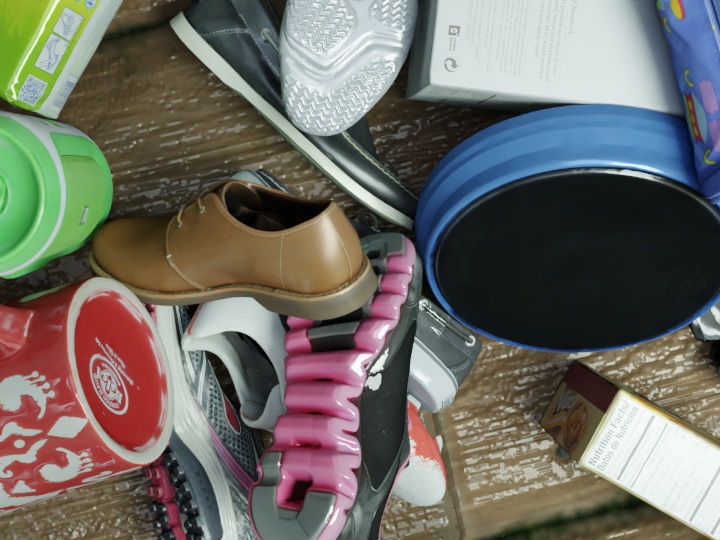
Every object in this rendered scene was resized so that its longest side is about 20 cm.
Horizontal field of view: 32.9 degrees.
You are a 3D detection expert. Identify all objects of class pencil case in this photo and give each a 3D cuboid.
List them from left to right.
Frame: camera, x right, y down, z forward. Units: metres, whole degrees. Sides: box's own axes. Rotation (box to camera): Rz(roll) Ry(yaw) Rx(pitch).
[{"bbox_3d":[0.187,-0.130,0.613,0.077,0.087,0.203,-16,95,19],"label":"pencil case"}]

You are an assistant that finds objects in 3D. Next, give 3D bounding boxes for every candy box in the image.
[{"bbox_3d":[0.220,0.134,0.773,0.198,0.115,0.056,29,92,-5],"label":"candy box"}]

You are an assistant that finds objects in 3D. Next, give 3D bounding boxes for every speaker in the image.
[{"bbox_3d":[-0.194,-0.045,0.693,0.087,0.200,0.090,0,95,-3],"label":"speaker"}]

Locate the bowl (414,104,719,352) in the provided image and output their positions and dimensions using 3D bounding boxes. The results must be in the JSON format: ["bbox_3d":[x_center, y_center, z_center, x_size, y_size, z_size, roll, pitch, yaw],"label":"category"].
[{"bbox_3d":[0.130,-0.015,0.725,0.197,0.202,0.040,7,54,-3],"label":"bowl"}]

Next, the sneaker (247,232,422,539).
[{"bbox_3d":[0.001,0.078,0.714,0.095,0.078,0.203,38,63,-45],"label":"sneaker"}]

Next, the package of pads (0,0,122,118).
[{"bbox_3d":[-0.223,-0.204,0.718,0.199,0.068,0.156,33,94,16],"label":"package of pads"}]

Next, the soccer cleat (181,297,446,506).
[{"bbox_3d":[-0.028,0.085,0.763,0.200,0.085,0.068,47,135,-5],"label":"soccer cleat"}]

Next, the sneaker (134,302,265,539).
[{"bbox_3d":[-0.108,0.092,0.780,0.074,0.080,0.203,-13,84,-38],"label":"sneaker"}]

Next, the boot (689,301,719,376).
[{"bbox_3d":[0.308,0.050,0.802,0.132,0.070,0.200,-44,85,4],"label":"boot"}]

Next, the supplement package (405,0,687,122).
[{"bbox_3d":[0.137,-0.169,0.725,0.197,0.151,0.154,7,94,-3],"label":"supplement package"}]

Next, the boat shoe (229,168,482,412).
[{"bbox_3d":[0.000,0.000,0.779,0.200,0.070,0.066,44,71,-1],"label":"boat shoe"}]

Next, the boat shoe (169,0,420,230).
[{"bbox_3d":[-0.028,-0.107,0.762,0.068,0.072,0.200,-45,93,2],"label":"boat shoe"}]

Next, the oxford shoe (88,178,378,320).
[{"bbox_3d":[-0.084,-0.022,0.713,0.197,0.072,0.072,2,127,30],"label":"oxford shoe"}]

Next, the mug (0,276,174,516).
[{"bbox_3d":[-0.226,0.080,0.687,0.197,0.177,0.135,-17,74,18],"label":"mug"}]

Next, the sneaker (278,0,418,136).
[{"bbox_3d":[-0.003,-0.178,0.735,0.074,0.114,0.203,15,92,-9],"label":"sneaker"}]
